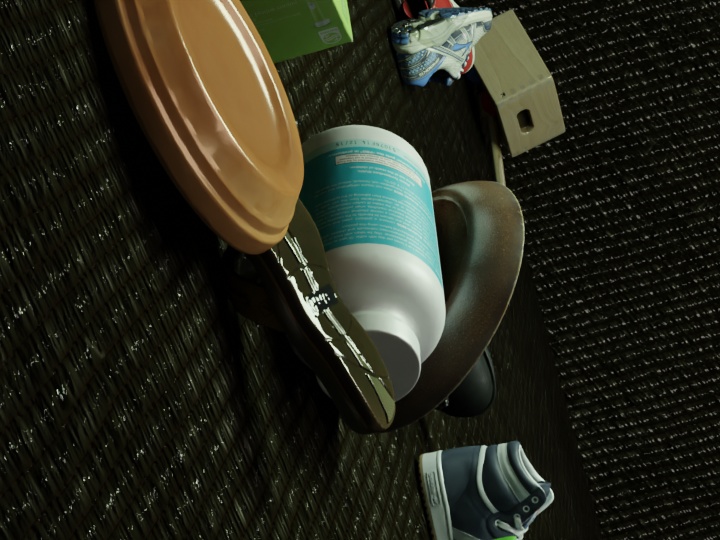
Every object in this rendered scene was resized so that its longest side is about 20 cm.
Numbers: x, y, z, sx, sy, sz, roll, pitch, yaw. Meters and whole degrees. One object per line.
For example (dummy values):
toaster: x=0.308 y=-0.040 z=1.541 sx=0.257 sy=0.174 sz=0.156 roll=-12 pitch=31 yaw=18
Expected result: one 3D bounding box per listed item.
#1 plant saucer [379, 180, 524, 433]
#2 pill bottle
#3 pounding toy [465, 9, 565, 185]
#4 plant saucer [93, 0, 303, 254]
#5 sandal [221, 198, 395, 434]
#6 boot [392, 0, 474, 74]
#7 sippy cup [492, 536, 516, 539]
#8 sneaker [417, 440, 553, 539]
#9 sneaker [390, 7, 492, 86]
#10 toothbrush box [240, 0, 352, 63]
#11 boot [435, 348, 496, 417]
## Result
plant saucer: x=0.039 y=0.018 z=1.532 sx=0.032 sy=0.200 sz=0.201 roll=31 pitch=31 yaw=-25
pill bottle: x=0.000 y=0.000 z=1.459 sx=0.201 sy=0.110 sz=0.111 roll=-94 pitch=167 yaw=-51
pounding toy: x=0.236 y=-0.270 z=3.467 sx=0.200 sy=0.141 sz=0.185 roll=67 pitch=-3 yaw=-57
plant saucer: x=-0.085 y=-0.107 z=1.210 sx=0.201 sy=0.037 sz=0.201 roll=58 pitch=17 yaw=-29
sandal: x=-0.046 y=0.015 z=1.290 sx=0.201 sy=0.054 sz=0.082 roll=60 pitch=23 yaw=3
boot: x=0.088 y=-0.310 z=2.710 sx=0.145 sy=0.072 sz=0.201 roll=-90 pitch=155 yaw=-58
sippy cup: x=0.131 y=0.317 z=1.759 sx=0.130 sy=0.139 sz=0.179 roll=-122 pitch=-124 yaw=-83
sneaker: x=0.123 y=0.245 z=1.852 sx=0.070 sy=0.107 sz=0.202 roll=14 pitch=62 yaw=-80
sneaker: x=0.096 y=-0.268 z=2.581 sx=0.200 sy=0.076 sz=0.086 roll=-27 pitch=117 yaw=-53
toothbrush box: x=-0.078 y=-0.257 z=1.470 sx=0.200 sy=0.085 sz=0.147 roll=63 pitch=15 yaw=-58
boot: x=0.064 y=0.072 z=1.882 sx=0.163 sy=0.073 sz=0.200 roll=-89 pitch=155 yaw=-69
